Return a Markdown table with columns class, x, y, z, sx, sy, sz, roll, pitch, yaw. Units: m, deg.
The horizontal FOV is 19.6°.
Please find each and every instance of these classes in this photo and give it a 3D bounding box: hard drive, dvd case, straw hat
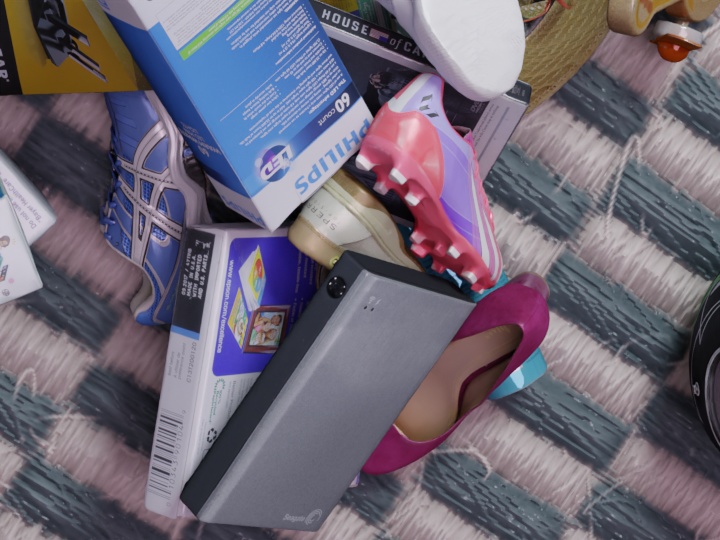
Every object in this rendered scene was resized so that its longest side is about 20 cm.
| class | x | y | z | sx | sy | sz | roll | pitch | yaw |
| --- | --- | --- | --- | --- | --- | --- | --- | --- | --- |
| hard drive | -0.021 | 0.085 | 1.386 | 0.200 | 0.033 | 0.139 | -55 | 148 | 13 |
| dvd case | -0.004 | -0.106 | 1.405 | 0.199 | 0.025 | 0.150 | 20 | 138 | -8 |
| straw hat | 0.100 | -0.200 | 1.442 | 0.201 | 0.201 | 0.085 | -45 | 64 | -2 |

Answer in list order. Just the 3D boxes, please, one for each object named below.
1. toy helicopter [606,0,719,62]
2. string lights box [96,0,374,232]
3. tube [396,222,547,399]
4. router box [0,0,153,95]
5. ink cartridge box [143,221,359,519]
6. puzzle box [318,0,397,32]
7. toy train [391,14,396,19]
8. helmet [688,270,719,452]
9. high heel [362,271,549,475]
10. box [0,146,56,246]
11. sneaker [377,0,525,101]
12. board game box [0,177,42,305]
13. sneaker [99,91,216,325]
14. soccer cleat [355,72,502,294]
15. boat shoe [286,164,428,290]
| class | x | y | z | sx | sy | sz | roll | pitch | yaw |
| --- | --- | --- | --- | --- | --- | --- | --- | --- | --- |
| toy helicopter | 0.214 | -0.195 | 1.435 | 0.079 | 0.200 | 0.133 | 22 | 120 | 23 |
| string lights box | -0.076 | -0.132 | 1.293 | 0.103 | 0.059 | 0.200 | -43 | 131 | -16 |
| tube | 0.069 | -0.005 | 1.497 | 0.077 | 0.050 | 0.200 | -30 | 101 | -16 |
| router box | -0.177 | -0.211 | 1.317 | 0.157 | 0.052 | 0.201 | -1 | 121 | 16 |
| ink cartridge box | -0.059 | 0.064 | 1.448 | 0.200 | 0.043 | 0.199 | -2 | 103 | -53 |
| puzzle box | -0.057 | -0.217 | 1.403 | 0.133 | 0.025 | 0.200 | -21 | 126 | -8 |
| toy train | 0.053 | -0.268 | 1.423 | 0.034 | 0.046 | 0.201 | 14 | 83 | -1 |
| helmet | 0.330 | 0.056 | 1.489 | 0.199 | 0.191 | 0.201 | 12 | 64 | -26 |
| high heel | 0.055 | 0.081 | 1.450 | 0.067 | 0.096 | 0.200 | 38 | 110 | -1 |
| box | -0.335 | -0.041 | 1.371 | 0.200 | 0.105 | 0.184 | -41 | 106 | -3 |
| sneaker | 0.031 | -0.189 | 1.342 | 0.075 | 0.088 | 0.200 | -28 | 84 | -33 |
| board game box | -0.299 | 0.010 | 1.259 | 0.199 | 0.148 | 0.064 | -22 | 103 | -8 |
| sneaker | -0.145 | -0.052 | 1.423 | 0.077 | 0.076 | 0.201 | -20 | 105 | -8 |
| soccer cleat | 0.060 | -0.053 | 1.385 | 0.077 | 0.067 | 0.200 | -55 | 145 | -12 |
| boat shoe | 0.000 | 0.000 | 1.420 | 0.066 | 0.074 | 0.200 | -44 | 146 | -6 |
